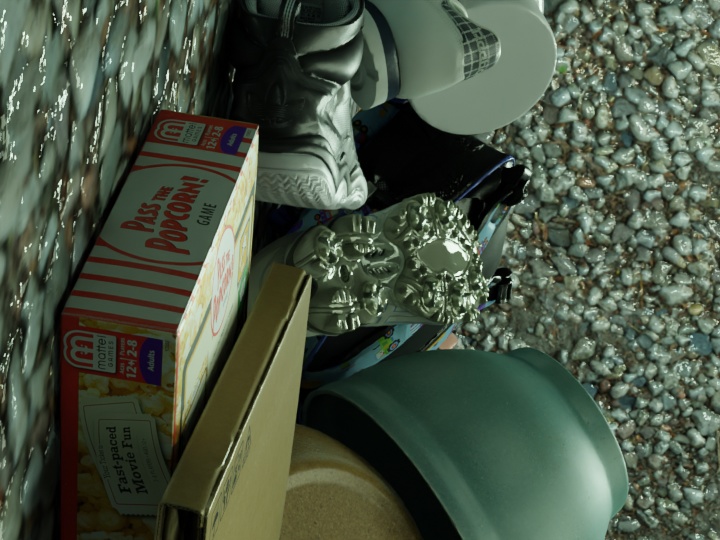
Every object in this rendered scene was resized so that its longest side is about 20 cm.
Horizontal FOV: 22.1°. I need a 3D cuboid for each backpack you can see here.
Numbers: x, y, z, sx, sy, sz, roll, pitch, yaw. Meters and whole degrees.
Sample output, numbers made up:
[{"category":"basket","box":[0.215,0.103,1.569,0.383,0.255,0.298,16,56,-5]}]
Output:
[{"category":"backpack","box":[0.000,0.000,1.202,0.200,0.135,0.183,-44,161,-20]}]

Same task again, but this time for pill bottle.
[{"category":"pill bottle","box":[0.050,-0.184,1.173,0.200,0.114,0.114,-111,-160,-47]}]

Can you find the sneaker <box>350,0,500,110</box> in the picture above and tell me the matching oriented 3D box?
[{"category":"sneaker","box":[0.014,-0.158,1.063,0.200,0.080,0.076,-115,-166,-49]}]

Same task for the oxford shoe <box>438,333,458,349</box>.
[{"category":"oxford shoe","box":[0.011,0.053,1.364,0.071,0.074,0.200,-36,175,14]}]

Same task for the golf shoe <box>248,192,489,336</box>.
[{"category":"golf shoe","box":[-0.004,0.001,1.059,0.200,0.097,0.078,-1,81,-54]}]

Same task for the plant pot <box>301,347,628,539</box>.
[{"category":"plant pot","box":[0.075,0.128,1.115,0.134,0.200,0.200,-29,147,-21]}]

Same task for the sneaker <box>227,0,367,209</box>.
[{"category":"sneaker","box":[-0.029,-0.092,0.978,0.200,0.075,0.114,-34,132,-85]}]

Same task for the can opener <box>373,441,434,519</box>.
[{"category":"can opener","box":[0.071,0.122,1.229,0.063,0.200,0.079,-91,176,-80]}]

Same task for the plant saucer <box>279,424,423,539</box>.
[{"category":"plant saucer","box":[-0.023,0.174,0.972,0.035,0.200,0.200,-23,-134,45]}]

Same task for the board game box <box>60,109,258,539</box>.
[{"category":"board game box","box":[-0.083,0.057,0.767,0.152,0.046,0.200,-75,173,-56]}]

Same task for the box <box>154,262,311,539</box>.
[{"category":"box","box":[-0.056,0.112,0.770,0.200,0.021,0.164,-70,169,-63]}]
